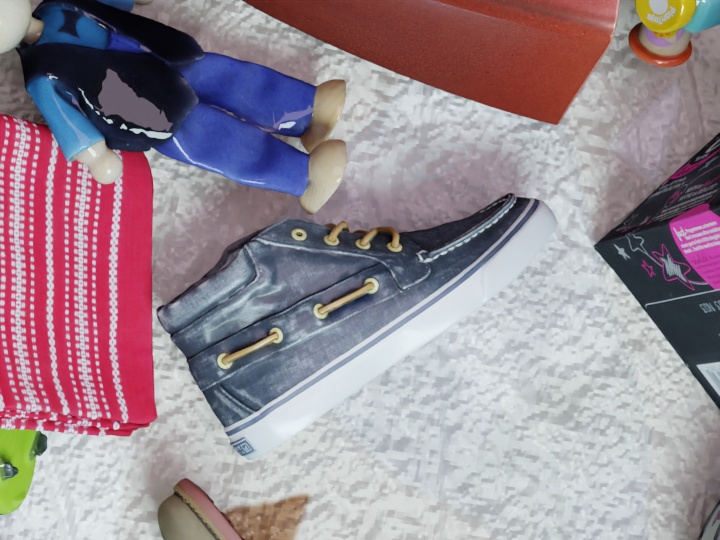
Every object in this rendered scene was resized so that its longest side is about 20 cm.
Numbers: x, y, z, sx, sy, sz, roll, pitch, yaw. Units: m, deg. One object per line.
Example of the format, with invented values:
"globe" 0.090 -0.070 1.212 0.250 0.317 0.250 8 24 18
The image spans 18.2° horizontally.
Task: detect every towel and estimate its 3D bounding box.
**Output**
"towel" -0.161 -0.001 1.022 0.200 0.022 0.146 11 76 -56

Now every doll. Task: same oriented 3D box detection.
"doll" -0.104 -0.094 1.076 0.199 0.048 0.137 19 48 -22

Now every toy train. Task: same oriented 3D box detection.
"toy train" 0.209 -0.137 1.169 0.199 0.151 0.056 14 122 -6

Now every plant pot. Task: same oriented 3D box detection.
"plant pot" 0.034 -0.197 1.080 0.175 0.200 0.201 8 82 -1

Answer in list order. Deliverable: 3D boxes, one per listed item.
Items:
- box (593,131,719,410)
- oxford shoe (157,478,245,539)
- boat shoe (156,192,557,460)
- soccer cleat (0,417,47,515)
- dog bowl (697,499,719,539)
"box" 0.227 -0.008 1.096 0.115 0.200 0.132 -40 96 -16
"oxford shoe" -0.059 0.199 1.068 0.074 0.070 0.201 -25 90 -10
"boat shoe" 0.000 0.000 1.102 0.200 0.071 0.091 -35 95 -14
"soccer cleat" -0.202 0.019 1.055 0.081 0.068 0.201 -9 102 22
"dog bowl" 0.254 0.175 1.151 0.199 0.074 0.202 1 85 -15
